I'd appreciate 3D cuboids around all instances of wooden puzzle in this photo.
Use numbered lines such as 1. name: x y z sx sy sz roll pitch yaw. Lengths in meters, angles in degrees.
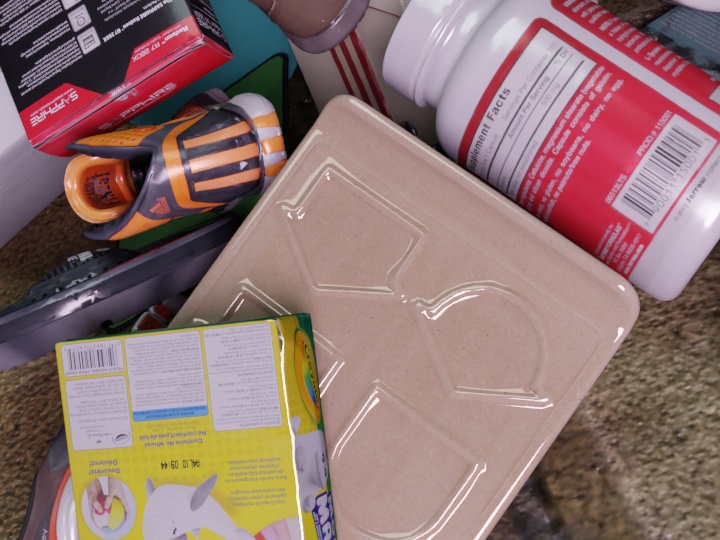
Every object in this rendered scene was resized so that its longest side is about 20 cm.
1. wooden puzzle: 0.007 0.044 0.587 0.185 0.046 0.201 35 92 14

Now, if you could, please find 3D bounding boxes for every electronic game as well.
1. electronic game: -0.159 0.011 0.698 0.199 0.042 0.200 -23 6 3

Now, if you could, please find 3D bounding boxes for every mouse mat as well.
1. mouse mat: -0.111 -0.058 0.833 0.160 0.008 0.201 -31 38 22

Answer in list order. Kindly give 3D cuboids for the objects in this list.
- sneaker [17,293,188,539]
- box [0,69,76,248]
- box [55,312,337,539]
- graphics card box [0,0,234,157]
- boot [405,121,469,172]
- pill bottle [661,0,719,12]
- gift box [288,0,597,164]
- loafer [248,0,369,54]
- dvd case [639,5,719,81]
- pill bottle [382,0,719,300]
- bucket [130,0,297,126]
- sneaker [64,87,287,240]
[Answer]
1. sneaker: -0.144 0.090 0.678 0.082 0.077 0.200 -18 31 30
2. box: -0.269 -0.106 0.831 0.098 0.124 0.200 -47 2 -26
3. box: -0.069 0.125 0.553 0.117 0.201 0.048 -6 -1 19
4. graphics card box: -0.171 -0.184 0.718 0.125 0.051 0.201 -29 77 14
5. boot: -0.001 0.000 0.706 0.198 0.074 0.162 -37 39 -13
6. pill bottle: 0.208 -0.237 0.800 0.110 0.111 0.200 -23 19 1
7. gift box: 0.038 -0.190 0.803 0.184 0.187 0.200 22 57 41
8. loafer: -0.066 -0.204 0.719 0.073 0.071 0.200 -50 48 2
9. dvd case: 0.221 -0.120 0.766 0.199 0.022 0.146 -34 41 -11
10. pill bottle: 0.114 -0.083 0.647 0.200 0.112 0.112 36 64 13
11. bucket: -0.134 -0.215 0.911 0.206 0.208 0.135 -17 45 8
12. sneaker: -0.122 -0.063 0.710 0.111 0.078 0.200 -16 4 -19
